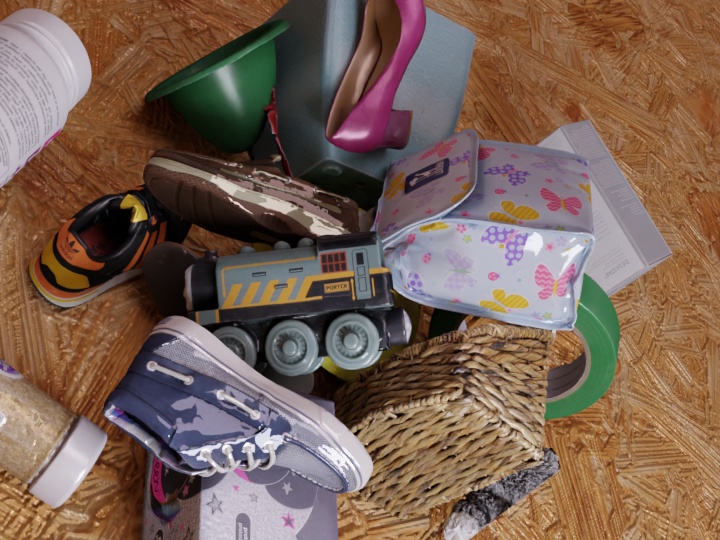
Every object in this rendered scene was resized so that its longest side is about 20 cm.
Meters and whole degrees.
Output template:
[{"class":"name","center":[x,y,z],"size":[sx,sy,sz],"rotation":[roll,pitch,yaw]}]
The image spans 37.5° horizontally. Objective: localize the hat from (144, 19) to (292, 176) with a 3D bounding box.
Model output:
[{"class":"hat","center":[-0.112,-0.136,1.086],"size":[0.178,0.164,0.200],"rotation":[62,27,-17]}]

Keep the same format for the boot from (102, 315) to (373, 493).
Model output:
[{"class":"boot","center":[-0.090,0.126,0.783],"size":[0.199,0.073,0.091],"rotation":[34,52,-2]}]

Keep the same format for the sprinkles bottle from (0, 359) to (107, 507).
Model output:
[{"class":"sprinkles bottle","center":[-0.287,0.094,0.791],"size":[0.199,0.068,0.069],"rotation":[39,42,-13]}]

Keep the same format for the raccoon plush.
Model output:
[{"class":"raccoon plush","center":[0.118,0.174,1.057],"size":[0.135,0.097,0.199],"rotation":[55,23,13]}]

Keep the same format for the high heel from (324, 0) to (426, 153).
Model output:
[{"class":"high heel","center":[0.010,-0.215,1.012],"size":[0.095,0.067,0.204],"rotation":[-3,92,-43]}]

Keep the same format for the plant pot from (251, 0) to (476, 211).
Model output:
[{"class":"plant pot","center":[-0.010,-0.166,1.145],"size":[0.194,0.195,0.203],"rotation":[19,64,-31]}]

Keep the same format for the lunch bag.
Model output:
[{"class":"lunch bag","center":[0.112,-0.047,0.990],"size":[0.197,0.129,0.170],"rotation":[9,32,6]}]

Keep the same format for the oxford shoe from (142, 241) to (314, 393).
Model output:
[{"class":"oxford shoe","center":[-0.122,0.040,0.984],"size":[0.200,0.071,0.072],"rotation":[45,21,-23]}]

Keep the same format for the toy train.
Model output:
[{"class":"toy train","center":[-0.057,0.031,0.900],"size":[0.085,0.196,0.116],"rotation":[34,50,-82]}]

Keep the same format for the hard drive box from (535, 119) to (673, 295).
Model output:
[{"class":"hard drive box","center":[0.267,-0.060,1.333],"size":[0.076,0.155,0.202],"rotation":[-17,74,-48]}]

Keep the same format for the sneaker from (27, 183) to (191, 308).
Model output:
[{"class":"sneaker","center":[-0.202,-0.040,0.946],"size":[0.070,0.090,0.200],"rotation":[50,41,0]}]

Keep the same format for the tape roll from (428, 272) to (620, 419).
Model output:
[{"class":"tape roll","center":[0.171,0.072,1.118],"size":[0.200,0.200,0.048],"rotation":[38,43,-14]}]

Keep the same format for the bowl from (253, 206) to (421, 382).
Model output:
[{"class":"bowl","center":[0.000,0.000,1.049],"size":[0.199,0.107,0.201],"rotation":[39,27,-24]}]

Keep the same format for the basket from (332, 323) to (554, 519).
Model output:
[{"class":"basket","center":[0.064,0.115,0.988],"size":[0.142,0.199,0.150],"rotation":[36,44,-23]}]

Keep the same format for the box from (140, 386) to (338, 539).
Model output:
[{"class":"box","center":[-0.098,0.199,0.849],"size":[0.131,0.115,0.203],"rotation":[20,49,-30]}]

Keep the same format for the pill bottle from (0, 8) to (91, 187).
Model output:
[{"class":"pill bottle","center":[-0.318,-0.135,0.894],"size":[0.113,0.113,0.201],"rotation":[41,42,-10]}]

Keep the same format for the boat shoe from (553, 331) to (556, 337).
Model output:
[{"class":"boat shoe","center":[0.182,-0.001,1.286],"size":[0.062,0.074,0.204],"rotation":[-13,76,-17]}]

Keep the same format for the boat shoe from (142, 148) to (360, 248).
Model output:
[{"class":"boat shoe","center":[-0.094,-0.069,0.954],"size":[0.200,0.075,0.076],"rotation":[24,60,-14]}]
